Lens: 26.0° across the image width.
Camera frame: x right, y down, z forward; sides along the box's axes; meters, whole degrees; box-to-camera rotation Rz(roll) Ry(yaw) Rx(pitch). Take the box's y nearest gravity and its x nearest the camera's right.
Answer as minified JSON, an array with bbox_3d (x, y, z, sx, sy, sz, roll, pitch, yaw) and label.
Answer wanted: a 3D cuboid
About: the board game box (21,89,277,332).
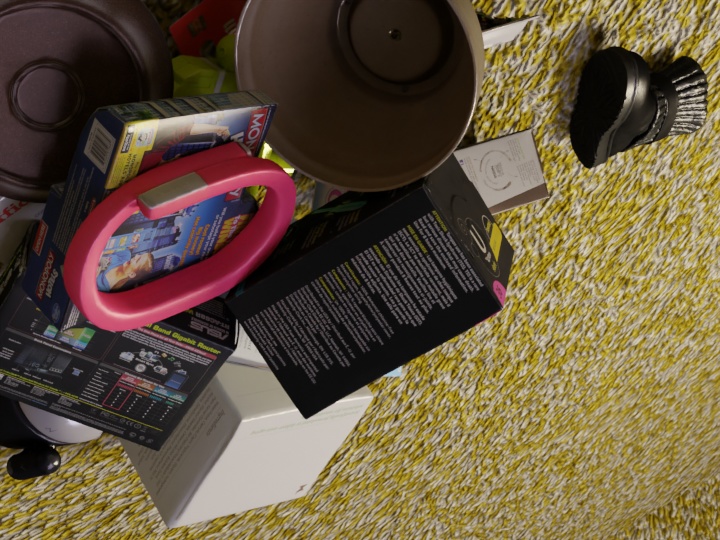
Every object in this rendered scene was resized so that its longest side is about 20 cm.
[{"bbox_3d":[-0.149,-0.062,1.244,0.200,0.062,0.200,-14,139,-45],"label":"board game box"}]

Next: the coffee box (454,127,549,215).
[{"bbox_3d":[0.085,-0.084,1.667,0.200,0.080,0.114,-18,-176,-28],"label":"coffee box"}]

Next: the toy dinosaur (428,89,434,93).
[{"bbox_3d":[0.049,-0.152,1.398,0.200,0.101,0.058,-20,123,-24],"label":"toy dinosaur"}]

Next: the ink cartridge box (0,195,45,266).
[{"bbox_3d":[-0.260,-0.067,1.357,0.146,0.084,0.200,-36,153,3],"label":"ink cartridge box"}]

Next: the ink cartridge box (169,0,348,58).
[{"bbox_3d":[-0.055,-0.216,1.349,0.200,0.057,0.163,-44,155,-12],"label":"ink cartridge box"}]

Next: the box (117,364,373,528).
[{"bbox_3d":[-0.138,0.152,1.750,0.199,0.171,0.200,-6,142,-43],"label":"box"}]

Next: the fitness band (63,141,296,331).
[{"bbox_3d":[-0.138,-0.025,1.210,0.200,0.037,0.144,-22,147,-34],"label":"fitness band"}]

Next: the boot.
[{"bbox_3d":[0.331,-0.205,1.783,0.158,0.080,0.211,-20,161,-13],"label":"boot"}]

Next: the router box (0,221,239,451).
[{"bbox_3d":[-0.226,0.060,1.346,0.200,0.062,0.150,23,128,-22],"label":"router box"}]

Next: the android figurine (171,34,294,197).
[{"bbox_3d":[-0.123,-0.118,1.331,0.200,0.041,0.182,-2,121,-50],"label":"android figurine"}]

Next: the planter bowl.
[{"bbox_3d":[0.013,-0.180,1.270,0.200,0.200,0.135,-50,-179,29],"label":"planter bowl"}]

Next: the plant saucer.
[{"bbox_3d":[-0.242,-0.139,1.204,0.200,0.032,0.200,-6,116,-12],"label":"plant saucer"}]

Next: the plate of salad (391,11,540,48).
[{"bbox_3d":[0.067,-0.213,1.437,0.200,0.048,0.200,-16,-174,2],"label":"plate of salad"}]

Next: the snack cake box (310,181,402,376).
[{"bbox_3d":[0.000,0.000,1.507,0.115,0.067,0.200,6,92,-59],"label":"snack cake box"}]

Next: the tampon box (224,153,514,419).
[{"bbox_3d":[0.013,0.004,1.324,0.200,0.126,0.150,-29,-167,18],"label":"tampon box"}]

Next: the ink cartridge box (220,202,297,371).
[{"bbox_3d":[-0.121,0.016,1.515,0.200,0.144,0.146,22,78,-62],"label":"ink cartridge box"}]

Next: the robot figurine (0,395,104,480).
[{"bbox_3d":[-0.302,0.110,1.501,0.125,0.150,0.200,-28,-170,-40],"label":"robot figurine"}]
